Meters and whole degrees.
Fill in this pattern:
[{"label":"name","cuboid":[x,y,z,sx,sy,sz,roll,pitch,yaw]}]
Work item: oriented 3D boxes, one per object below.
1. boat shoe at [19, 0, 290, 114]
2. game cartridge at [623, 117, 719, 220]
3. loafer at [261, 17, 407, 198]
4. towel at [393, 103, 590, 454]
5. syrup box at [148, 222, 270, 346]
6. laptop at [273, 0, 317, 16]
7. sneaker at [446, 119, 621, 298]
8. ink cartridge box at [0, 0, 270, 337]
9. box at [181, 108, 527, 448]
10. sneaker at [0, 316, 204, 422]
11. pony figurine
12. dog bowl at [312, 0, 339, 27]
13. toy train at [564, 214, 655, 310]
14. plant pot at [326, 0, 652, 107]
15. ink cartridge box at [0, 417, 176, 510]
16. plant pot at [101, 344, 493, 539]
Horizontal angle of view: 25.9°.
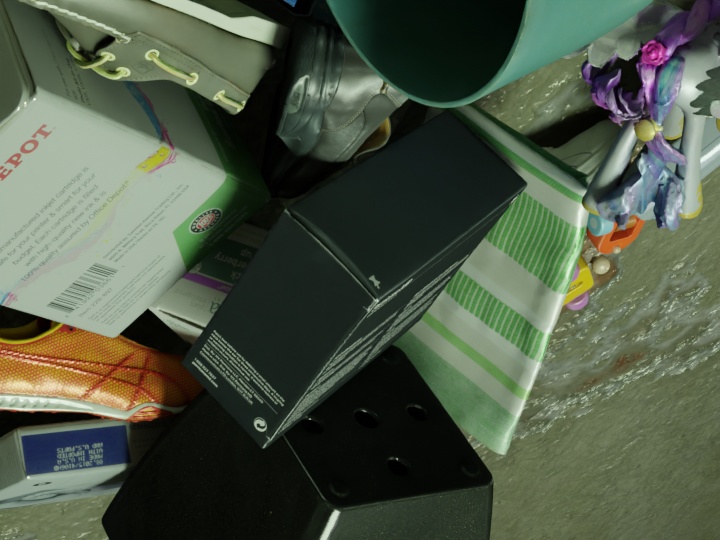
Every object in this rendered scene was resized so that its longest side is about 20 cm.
[{"label":"boat shoe","cuboid":[-0.114,-0.125,0.811,0.201,0.072,0.061,9,110,-55]},{"label":"game cartridge","cuboid":[0.252,-0.104,1.108,0.133,0.041,0.200,-44,179,22]},{"label":"loafer","cuboid":[-0.018,-0.083,0.926,0.071,0.074,0.200,9,168,-7]},{"label":"towel","cuboid":[0.073,-0.001,1.047,0.023,0.152,0.202,-9,126,-45]},{"label":"syrup box","cuboid":[-0.064,0.038,1.094,0.082,0.078,0.200,-65,154,-15]},{"label":"laptop","cuboid":[-0.097,-0.206,0.684,0.198,0.104,0.178,-7,144,-32]},{"label":"sneaker","cuboid":[0.115,-0.058,1.128,0.199,0.087,0.075,-36,161,-25]},{"label":"ink cartridge box","cuboid":[-0.172,-0.053,0.883,0.145,0.088,0.199,-39,150,20]},{"label":"box","cuboid":[0.000,0.000,0.956,0.141,0.079,0.200,-50,171,36]},{"label":"sneaker","cuboid":[-0.177,0.059,1.044,0.198,0.078,0.073,8,180,-33]},{"label":"pony figurine","cuboid":[0.186,-0.118,0.896,0.193,0.166,0.201,-43,154,-39]},{"label":"dog bowl","cuboid":[0.069,-0.179,0.920,0.198,0.050,0.112,-26,151,-4]},{"label":"toy train","cuboid":[0.141,-0.017,1.238,0.198,0.056,0.151,-18,149,-22]},{"label":"plant pot","cuboid":[0.082,-0.198,0.763,0.160,0.201,0.201,-20,151,-28]},{"label":"ink cartridge box","cuboid":[-0.199,0.143,1.145,0.198,0.041,0.199,-3,166,-36]},{"label":"plant pot","cuboid":[-0.027,0.160,1.030,0.198,0.200,0.179,-2,130,-36]}]
